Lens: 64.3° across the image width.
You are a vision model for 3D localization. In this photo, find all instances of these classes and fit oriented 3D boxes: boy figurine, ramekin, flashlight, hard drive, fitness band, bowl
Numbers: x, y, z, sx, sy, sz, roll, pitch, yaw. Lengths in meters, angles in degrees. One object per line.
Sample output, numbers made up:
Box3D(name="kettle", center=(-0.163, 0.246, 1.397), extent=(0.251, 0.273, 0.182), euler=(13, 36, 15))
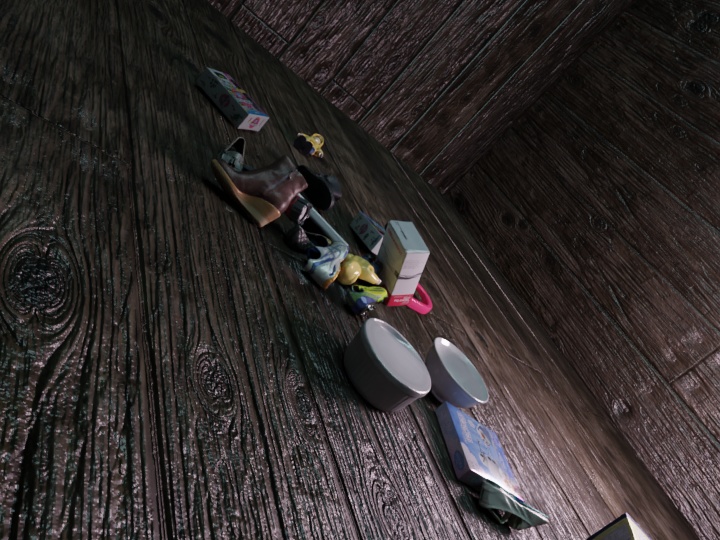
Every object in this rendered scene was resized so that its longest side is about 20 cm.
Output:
Box3D(name="boy figurine", center=(0.000, 0.000, 1.566), extent=(0.124, 0.065, 0.200), euler=(36, 18, 13))
Box3D(name="ramekin", center=(0.051, 0.208, 1.222), extent=(0.202, 0.094, 0.203), euler=(40, 20, -17))
Box3D(name="flashlight", center=(-0.218, -0.191, 1.460), extent=(0.198, 0.068, 0.068), euler=(31, 6, 14))
Box3D(name="boy figurine", center=(-0.187, -0.482, 2.200), extent=(0.124, 0.065, 0.200), euler=(43, 21, 0))
Box3D(name="hard drive", center=(-0.111, -0.132, 1.627), extent=(0.200, 0.027, 0.132), euler=(47, -2, 0))
Box3D(name="fitness band", center=(0.156, 0.068, 1.846), extent=(0.199, 0.037, 0.145), euler=(28, 28, -42))
Box3D(name="bowl", center=(0.229, 0.279, 1.470), extent=(0.201, 0.090, 0.202), euler=(41, 19, -17))

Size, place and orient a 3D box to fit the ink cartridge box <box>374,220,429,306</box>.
Box3D(name="ink cartridge box", center=(0.112, -0.021, 1.651), extent=(0.082, 0.202, 0.146), euler=(0, 41, -24))

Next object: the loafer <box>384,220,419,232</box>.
Box3D(name="loafer", center=(0.127, -0.121, 1.888), extent=(0.200, 0.069, 0.070), euler=(11, 83, -59))

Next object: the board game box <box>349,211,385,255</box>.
Box3D(name="board game box", center=(0.064, -0.098, 1.892), extent=(0.147, 0.065, 0.200), euler=(33, 11, -35))

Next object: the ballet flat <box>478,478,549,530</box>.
Box3D(name="ballet flat", center=(0.323, 0.517, 1.231), extent=(0.199, 0.069, 0.070), euler=(37, 20, -22))

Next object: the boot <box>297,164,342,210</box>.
Box3D(name="boot", center=(-0.108, -0.261, 1.880), extent=(0.201, 0.077, 0.167), euler=(49, 21, 29))

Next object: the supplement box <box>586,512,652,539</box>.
Box3D(name="supplement box", center=(0.682, 0.755, 1.394), extent=(0.200, 0.134, 0.200), euler=(46, 18, 1))

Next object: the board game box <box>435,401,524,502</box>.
Box3D(name="board game box", center=(0.275, 0.428, 1.332), extent=(0.198, 0.043, 0.201), euler=(35, 21, -27))

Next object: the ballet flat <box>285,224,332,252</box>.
Box3D(name="ballet flat", center=(-0.122, -0.077, 1.499), extent=(0.067, 0.057, 0.199), euler=(53, 19, 20))

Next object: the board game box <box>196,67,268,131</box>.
Box3D(name="board game box", center=(-0.403, -0.539, 1.817), extent=(0.200, 0.064, 0.147), euler=(48, 19, 4))

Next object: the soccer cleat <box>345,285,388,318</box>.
Box3D(name="soccer cleat", center=(0.017, 0.063, 1.495), extent=(0.084, 0.065, 0.200), euler=(49, 19, 4))

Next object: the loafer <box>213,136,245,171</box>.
Box3D(name="loafer", center=(-0.332, -0.294, 1.479), extent=(0.071, 0.063, 0.201), euler=(36, 21, -26))

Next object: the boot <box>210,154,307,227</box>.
Box3D(name="boot", center=(-0.241, -0.224, 1.372), extent=(0.201, 0.167, 0.072), euler=(50, -20, -16))

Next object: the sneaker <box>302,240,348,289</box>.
Box3D(name="sneaker", center=(-0.088, -0.038, 1.449), extent=(0.088, 0.075, 0.201), euler=(38, 24, -11))
